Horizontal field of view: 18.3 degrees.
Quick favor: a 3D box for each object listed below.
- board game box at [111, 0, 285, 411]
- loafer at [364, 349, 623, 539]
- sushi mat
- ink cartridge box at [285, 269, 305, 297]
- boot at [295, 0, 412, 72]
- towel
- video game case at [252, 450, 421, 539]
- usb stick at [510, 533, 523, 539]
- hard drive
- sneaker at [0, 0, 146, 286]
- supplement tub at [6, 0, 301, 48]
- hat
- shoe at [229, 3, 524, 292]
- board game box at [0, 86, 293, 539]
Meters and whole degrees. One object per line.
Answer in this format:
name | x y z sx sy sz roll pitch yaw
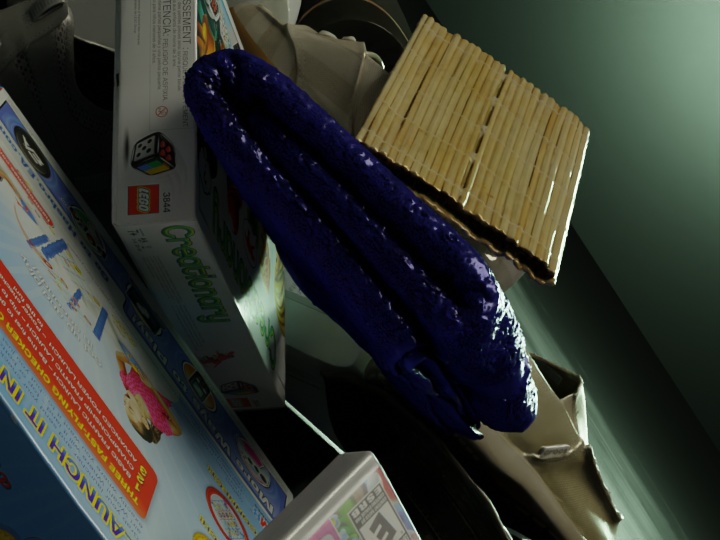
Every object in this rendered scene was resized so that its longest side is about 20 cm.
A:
board game box | -0.063 -0.035 0.915 0.200 0.034 0.127 71 16 -66
loafer | 0.076 0.075 1.030 0.076 0.068 0.200 26 -15 39
sushi mat | 0.051 -0.054 0.935 0.096 0.012 0.200 33 22 -3
ink cartridge box | -0.005 -0.002 1.157 0.200 0.050 0.162 32 8 -5
boot | 0.019 -0.096 1.193 0.139 0.077 0.200 -102 171 -49
towel | 0.000 0.000 0.853 0.148 0.050 0.200 42 -5 16
video game case | 0.003 0.179 0.700 0.143 0.018 0.200 -42 113 -38
usb stick | 0.079 0.153 1.067 0.200 0.033 0.056 18 -45 64
hard drive | 0.000 0.063 1.102 0.132 0.027 0.200 21 -16 39
sneaker | -0.106 -0.050 0.962 0.200 0.082 0.075 41 20 -57
supplement tub | -0.104 -0.163 1.119 0.146 0.145 0.200 52 12 -29
hat | 0.022 0.140 0.979 0.201 0.081 0.201 47 -14 15
shoe | 0.009 -0.059 0.984 0.200 0.053 0.070 47 -3 30
board game box | -0.104 0.051 0.761 0.200 0.056 0.196 56 11 -12
